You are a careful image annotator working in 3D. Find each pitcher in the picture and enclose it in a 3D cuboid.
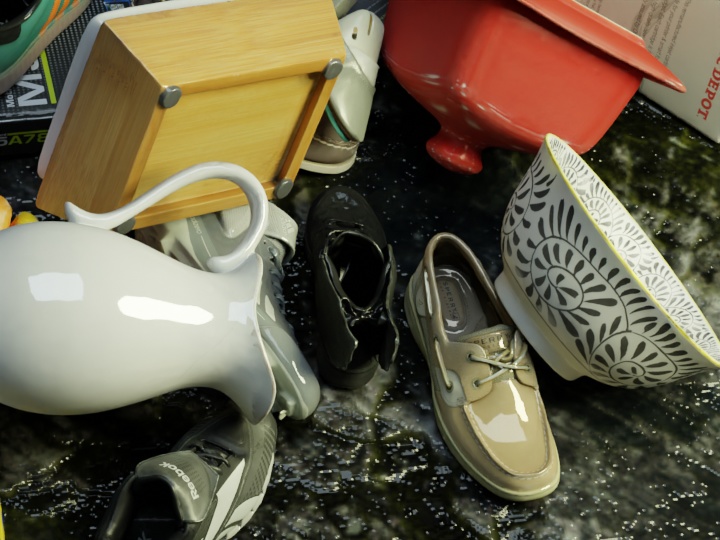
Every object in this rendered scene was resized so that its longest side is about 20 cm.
[{"bbox_3d":[-0.155,0.009,1.598,0.199,0.121,0.172,5,75,-14],"label":"pitcher"}]

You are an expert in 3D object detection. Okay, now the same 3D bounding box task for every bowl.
[{"bbox_3d":[0.154,0.013,1.708,0.094,0.201,0.201,-38,60,11],"label":"bowl"}]

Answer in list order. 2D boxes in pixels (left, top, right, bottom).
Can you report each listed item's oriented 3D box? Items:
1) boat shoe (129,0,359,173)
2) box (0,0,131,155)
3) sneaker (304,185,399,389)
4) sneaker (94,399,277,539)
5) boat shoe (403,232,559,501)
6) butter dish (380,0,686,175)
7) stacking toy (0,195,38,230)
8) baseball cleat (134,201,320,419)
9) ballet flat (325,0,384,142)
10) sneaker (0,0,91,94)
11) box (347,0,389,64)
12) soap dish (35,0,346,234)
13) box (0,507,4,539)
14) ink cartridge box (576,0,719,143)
[{"bbox_3d":[-0.080,-0.145,1.810,0.200,0.060,0.072,35,39,-3],"label":"boat shoe"},{"bbox_3d":[-0.252,-0.174,1.838,0.192,0.048,0.201,-4,54,-17],"label":"box"},{"bbox_3d":[-0.003,0.000,1.711,0.060,0.104,0.200,2,53,-7],"label":"sneaker"},{"bbox_3d":[-0.111,0.144,1.593,0.066,0.091,0.200,31,54,13],"label":"sneaker"},{"bbox_3d":[0.083,0.064,1.701,0.072,0.065,0.201,-10,56,-17],"label":"boat shoe"},{"bbox_3d":[0.096,-0.139,1.804,0.199,0.148,0.200,25,5,-33],"label":"butter dish"},{"bbox_3d":[-0.221,0.009,1.686,0.199,0.116,0.110,21,46,-11],"label":"stacking toy"},{"bbox_3d":[-0.069,0.011,1.714,0.106,0.070,0.200,-28,63,-26],"label":"baseball cleat"},{"bbox_3d":[-0.017,-0.183,1.804,0.064,0.067,0.201,-28,56,10],"label":"ballet flat"},{"bbox_3d":[-0.235,-0.213,1.790,0.071,0.080,0.200,22,51,6],"label":"sneaker"},{"bbox_3d":[-0.012,-0.239,1.925,0.158,0.050,0.200,39,57,18],"label":"box"},{"bbox_3d":[-0.110,-0.107,1.683,0.200,0.158,0.081,-14,51,-42],"label":"soap dish"},{"bbox_3d":[-0.266,0.136,1.590,0.070,0.064,0.201,-3,54,-12],"label":"box"},{"bbox_3d":[0.229,-0.214,1.885,0.200,0.145,0.084,35,54,16],"label":"ink cartridge box"}]
